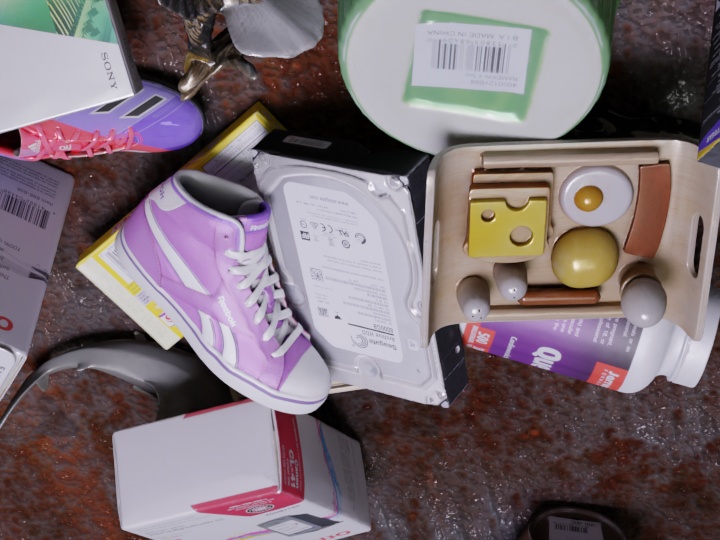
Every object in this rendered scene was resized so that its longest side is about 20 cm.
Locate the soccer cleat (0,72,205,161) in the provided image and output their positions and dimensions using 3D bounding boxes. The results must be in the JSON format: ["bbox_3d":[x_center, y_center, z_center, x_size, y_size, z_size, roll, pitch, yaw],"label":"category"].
[{"bbox_3d":[-0.213,-0.105,1.236,0.198,0.074,0.069,7,131,-2],"label":"soccer cleat"}]

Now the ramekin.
[{"bbox_3d":[0.076,-0.167,1.131,0.198,0.098,0.201,4,139,3],"label":"ramekin"}]

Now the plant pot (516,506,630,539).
[{"bbox_3d":[0.179,0.320,1.530,0.185,0.187,0.202,6,116,-2],"label":"plant pot"}]

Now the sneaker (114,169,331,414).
[{"bbox_3d":[-0.081,0.013,1.243,0.200,0.073,0.114,43,128,-7],"label":"sneaker"}]

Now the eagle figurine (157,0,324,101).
[{"bbox_3d":[-0.121,-0.211,1.082,0.150,0.152,0.201,-21,126,5],"label":"eagle figurine"}]

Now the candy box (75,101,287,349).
[{"bbox_3d":[-0.114,-0.031,1.304,0.199,0.027,0.102,-37,114,22],"label":"candy box"}]

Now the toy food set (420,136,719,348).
[{"bbox_3d":[0.139,-0.011,1.156,0.198,0.061,0.145,-2,123,-3],"label":"toy food set"}]

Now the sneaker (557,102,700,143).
[{"bbox_3d":[0.164,-0.071,1.242,0.198,0.079,0.090,15,128,-9],"label":"sneaker"}]

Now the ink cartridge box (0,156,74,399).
[{"bbox_3d":[-0.303,-0.009,1.240,0.143,0.201,0.084,25,128,-17],"label":"ink cartridge box"}]

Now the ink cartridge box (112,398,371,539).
[{"bbox_3d":[-0.093,0.176,1.408,0.146,0.087,0.200,-16,156,18],"label":"ink cartridge box"}]

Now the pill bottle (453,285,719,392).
[{"bbox_3d":[0.164,0.023,1.280,0.198,0.113,0.113,16,131,3],"label":"pill bottle"}]

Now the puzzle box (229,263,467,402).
[{"bbox_3d":[-0.023,0.037,1.365,0.198,0.026,0.134,-9,120,11],"label":"puzzle box"}]

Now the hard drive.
[{"bbox_3d":[0.000,0.000,1.245,0.139,0.038,0.202,13,131,32],"label":"hard drive"}]

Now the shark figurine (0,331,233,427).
[{"bbox_3d":[-0.182,0.098,1.403,0.212,0.090,0.129,12,129,-10],"label":"shark figurine"}]

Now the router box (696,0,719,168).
[{"bbox_3d":[0.330,-0.125,1.131,0.198,0.159,0.052,16,158,-9],"label":"router box"}]

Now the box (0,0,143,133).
[{"bbox_3d":[-0.263,-0.164,1.163,0.198,0.036,0.146,-15,103,5],"label":"box"}]
